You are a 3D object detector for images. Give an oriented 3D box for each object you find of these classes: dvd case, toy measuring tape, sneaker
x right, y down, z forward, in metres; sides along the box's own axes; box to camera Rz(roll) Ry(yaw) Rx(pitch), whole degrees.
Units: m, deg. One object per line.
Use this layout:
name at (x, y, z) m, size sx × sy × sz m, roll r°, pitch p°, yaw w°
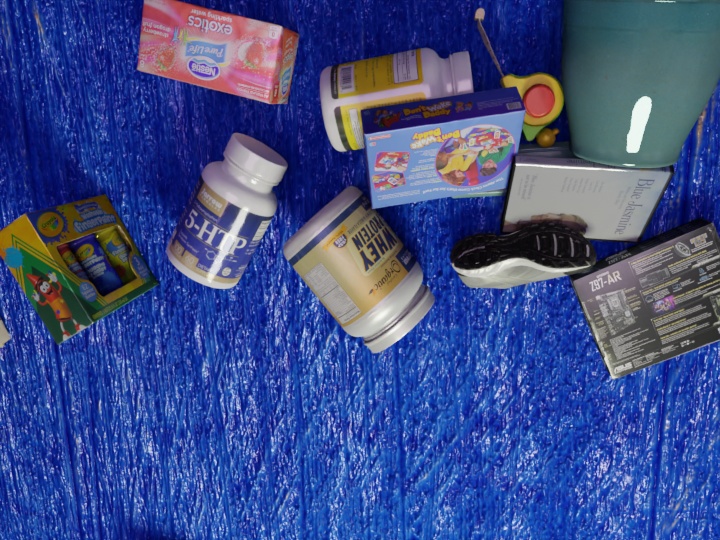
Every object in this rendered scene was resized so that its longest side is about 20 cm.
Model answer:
dvd case at (0.294, -0.092, 0.816) m, size 0.195 × 0.018 × 0.144 m, roll 4°, pitch 145°, yaw 8°
toy measuring tape at (0.219, -0.261, 0.805) m, size 0.072 × 0.074 × 0.203 m, roll -24°, pitch 99°, yaw 14°
sneaker at (0.229, -0.014, 0.862) m, size 0.196 × 0.075 × 0.080 m, roll -4°, pitch 145°, yaw 20°

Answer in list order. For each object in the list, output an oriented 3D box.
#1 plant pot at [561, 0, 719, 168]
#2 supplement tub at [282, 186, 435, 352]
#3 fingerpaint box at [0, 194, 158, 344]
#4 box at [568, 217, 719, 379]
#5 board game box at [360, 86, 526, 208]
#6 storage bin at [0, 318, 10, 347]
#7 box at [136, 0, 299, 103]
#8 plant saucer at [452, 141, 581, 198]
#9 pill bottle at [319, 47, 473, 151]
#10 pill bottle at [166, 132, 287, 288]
plant pot at (0.333, -0.233, 0.738) m, size 0.195 × 0.201 × 0.192 m, roll 5°, pitch 115°, yaw 8°
supplement tub at (0.000, 0.000, 0.865) m, size 0.144 × 0.145 × 0.201 m, roll -38°, pitch 96°, yaw 16°
fingerpaint box at (-0.408, -0.011, 0.899) m, size 0.072 × 0.200 × 0.169 m, roll -27°, pitch 98°, yaw 13°
box at (0.418, 0.042, 0.861) m, size 0.197 × 0.044 × 0.163 m, roll -25°, pitch 99°, yaw 14°
board game box at (0.103, -0.155, 0.786) m, size 0.195 × 0.046 × 0.136 m, roll -8°, pitch 144°, yaw 0°
storage bin at (-0.721, 0.138, 0.986) m, size 0.195 × 0.200 × 0.096 m, roll -18°, pitch 102°, yaw 13°
box at (-0.196, -0.304, 0.846) m, size 0.196 × 0.095 × 0.105 m, roll 16°, pitch 107°, yaw 5°
plant saucer at (0.224, -0.142, 0.860) m, size 0.195 × 0.019 × 0.072 m, roll -2°, pitch 103°, yaw 11°
pill bottle at (0.052, -0.231, 0.816) m, size 0.195 × 0.113 × 0.115 m, roll -7°, pitch 103°, yaw 11°
pill bottle at (-0.190, -0.088, 0.887) m, size 0.118 × 0.120 × 0.202 m, roll 31°, pitch 107°, yaw 0°
